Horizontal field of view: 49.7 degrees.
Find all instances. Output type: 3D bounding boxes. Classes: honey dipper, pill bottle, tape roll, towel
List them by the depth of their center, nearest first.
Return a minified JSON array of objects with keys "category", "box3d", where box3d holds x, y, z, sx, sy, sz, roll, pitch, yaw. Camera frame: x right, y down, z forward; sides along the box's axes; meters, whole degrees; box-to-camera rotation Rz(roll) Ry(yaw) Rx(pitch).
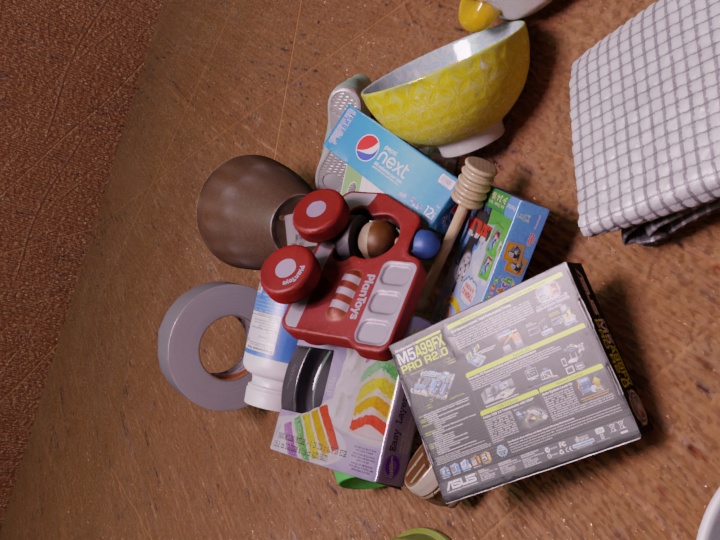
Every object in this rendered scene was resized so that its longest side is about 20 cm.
[{"category":"towel","box3d":[0.269,-0.130,0.658,0.165,0.085,0.201,-27,54,50]},{"category":"honey dipper","box3d":[0.097,-0.033,0.873,0.038,0.038,0.201,-115,38,-47]},{"category":"pill bottle","box3d":[-0.112,0.104,1.158,0.112,0.112,0.201,8,86,59]},{"category":"tape roll","box3d":[-0.218,0.119,1.239,0.066,0.200,0.201,8,85,60]}]

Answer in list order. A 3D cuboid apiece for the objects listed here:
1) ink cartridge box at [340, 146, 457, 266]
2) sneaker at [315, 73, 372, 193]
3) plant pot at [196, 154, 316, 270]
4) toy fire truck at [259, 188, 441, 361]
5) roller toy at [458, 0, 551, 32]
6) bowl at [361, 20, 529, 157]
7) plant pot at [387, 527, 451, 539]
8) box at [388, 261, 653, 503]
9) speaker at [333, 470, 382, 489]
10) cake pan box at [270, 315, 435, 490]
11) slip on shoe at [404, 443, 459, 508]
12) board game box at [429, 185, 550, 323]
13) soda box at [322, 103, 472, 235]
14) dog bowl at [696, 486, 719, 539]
[{"category":"ink cartridge box","box3d":[0.039,-0.085,1.046,0.200,0.048,0.146,6,84,59]},{"category":"sneaker","box3d":[-0.012,-0.195,1.177,0.118,0.073,0.201,-60,-17,-56]},{"category":"plant pot","box3d":[-0.130,-0.077,1.183,0.200,0.186,0.188,20,95,59]},{"category":"toy fire truck","box3d":[0.000,0.000,0.859,0.167,0.112,0.201,8,58,30]},{"category":"roller toy","box3d":[0.172,-0.379,0.856,0.182,0.139,0.201,-15,55,60]},{"category":"bowl","box3d":[0.111,-0.195,0.893,0.200,0.200,0.108,7,126,59]},{"category":"plant pot","box3d":[-0.005,0.368,0.807,0.200,0.184,0.201,-30,53,50]},{"category":"box","box3d":[0.139,0.105,0.712,0.200,0.044,0.161,-29,72,29]},{"category":"speaker","box3d":[0.001,0.165,0.975,0.088,0.088,0.201,-38,47,46]},{"category":"cake pan box","box3d":[-0.013,0.138,0.900,0.199,0.052,0.185,3,73,49]},{"category":"slip on shoe","box3d":[0.126,0.158,0.804,0.200,0.060,0.076,-55,11,1]},{"category":"board game box","box3d":[0.127,0.014,0.829,0.151,0.036,0.201,-115,43,-76]},{"category":"soda box","box3d":[0.048,-0.121,0.937,0.200,0.068,0.064,42,103,33]},{"category":"dog bowl","box3d":[0.309,0.201,0.463,0.200,0.079,0.201,-30,53,51]}]
